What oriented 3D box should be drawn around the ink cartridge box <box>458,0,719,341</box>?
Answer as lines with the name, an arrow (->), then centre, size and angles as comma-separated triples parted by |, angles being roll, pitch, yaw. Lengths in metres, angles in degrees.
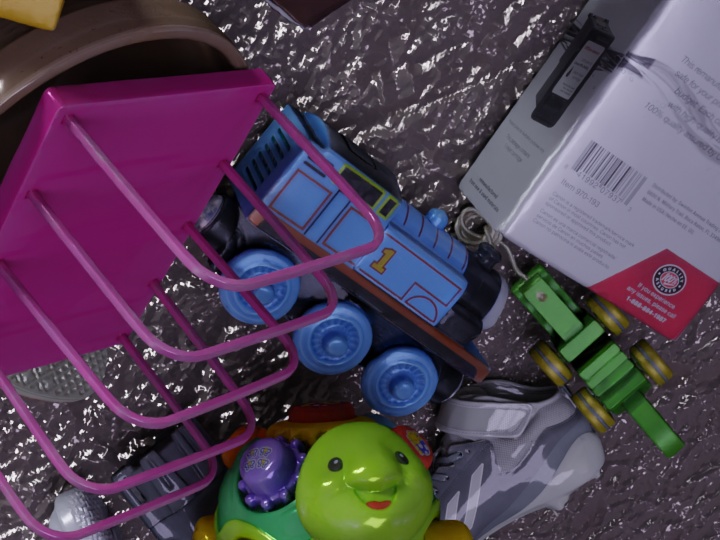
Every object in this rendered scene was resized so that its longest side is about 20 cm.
ink cartridge box -> 0.179, -0.083, 0.810 | 0.145, 0.083, 0.200 | 30, 102, -24

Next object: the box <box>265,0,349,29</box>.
box -> 0.001, -0.246, 0.602 | 0.164, 0.166, 0.200 | 38, 142, -25

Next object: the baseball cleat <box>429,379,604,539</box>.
baseball cleat -> 0.056, 0.138, 0.897 | 0.200, 0.070, 0.107 | -31, 101, -1

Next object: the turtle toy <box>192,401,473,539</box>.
turtle toy -> -0.013, 0.124, 0.747 | 0.145, 0.200, 0.101 | -4, 92, -15

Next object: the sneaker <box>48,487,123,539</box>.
sneaker -> -0.190, 0.232, 0.860 | 0.115, 0.075, 0.200 | -15, 119, -10

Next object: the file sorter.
file sorter -> -0.103, 0.020, 0.684 | 0.139, 0.125, 0.200 | -16, 148, -50

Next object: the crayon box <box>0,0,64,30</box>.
crayon box -> -0.192, -0.163, 0.615 | 0.125, 0.200, 0.052 | 15, 109, -19

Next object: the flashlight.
flashlight -> -0.061, 0.180, 0.852 | 0.068, 0.068, 0.200 | -34, 97, 20

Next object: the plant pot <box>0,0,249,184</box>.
plant pot -> -0.162, -0.074, 0.699 | 0.201, 0.093, 0.201 | -36, 160, -15

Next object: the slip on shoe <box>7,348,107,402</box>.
slip on shoe -> -0.229, 0.019, 0.770 | 0.200, 0.061, 0.074 | 26, 69, -34

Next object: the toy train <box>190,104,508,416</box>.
toy train -> 0.000, 0.000, 0.798 | 0.200, 0.087, 0.114 | 35, 103, -25

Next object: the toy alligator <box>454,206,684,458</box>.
toy alligator -> 0.131, 0.035, 0.868 | 0.059, 0.054, 0.200 | -42, 92, 5
